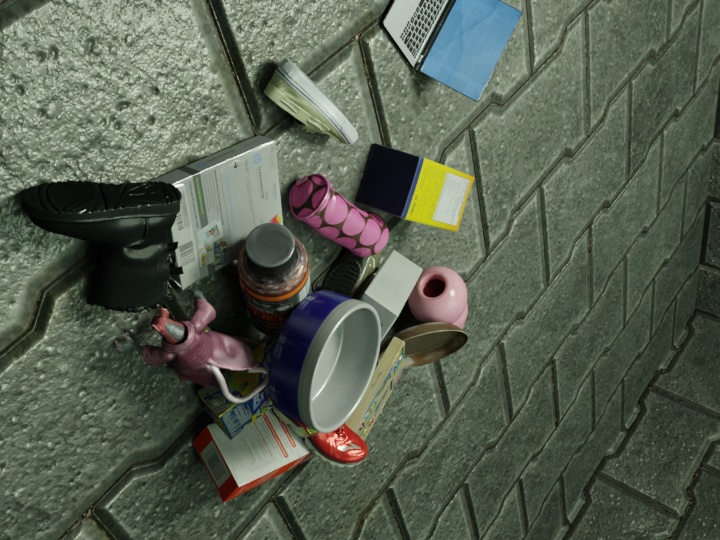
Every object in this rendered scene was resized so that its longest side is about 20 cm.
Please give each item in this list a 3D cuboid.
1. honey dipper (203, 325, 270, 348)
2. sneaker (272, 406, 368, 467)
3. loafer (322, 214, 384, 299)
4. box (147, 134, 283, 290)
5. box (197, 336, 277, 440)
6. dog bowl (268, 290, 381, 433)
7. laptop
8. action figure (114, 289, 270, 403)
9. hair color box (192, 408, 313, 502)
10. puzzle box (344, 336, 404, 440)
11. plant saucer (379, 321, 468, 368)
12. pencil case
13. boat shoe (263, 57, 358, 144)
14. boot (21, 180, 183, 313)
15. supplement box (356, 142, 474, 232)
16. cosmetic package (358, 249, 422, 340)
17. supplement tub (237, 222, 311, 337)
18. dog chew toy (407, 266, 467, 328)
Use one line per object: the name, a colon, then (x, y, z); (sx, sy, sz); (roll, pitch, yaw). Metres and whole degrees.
honey dipper: (-0.186, 0.111, 1.214); (0.199, 0.038, 0.038); (24, 89, -51)
sneaker: (-0.062, 0.250, 1.266); (0.085, 0.199, 0.077); (-46, -170, 36)
loafer: (0.000, 0.000, 1.359); (0.070, 0.075, 0.202); (41, 75, -49)
box: (-0.197, -0.086, 1.084); (0.199, 0.041, 0.158); (-32, 133, -38)
box: (-0.152, 0.168, 1.202); (0.199, 0.070, 0.065); (-36, 139, -23)
dog bowl: (-0.050, 0.135, 1.150); (0.200, 0.078, 0.203); (-40, 139, -46)
laptop: (0.161, -0.433, 1.304); (0.200, 0.115, 0.189); (38, 77, -54)
action figure: (-0.235, 0.115, 1.049); (0.134, 0.149, 0.200); (-43, 154, -6)
hair color box: (-0.164, 0.286, 1.258); (0.198, 0.112, 0.064); (-14, 154, -47)
puzzle box: (0.026, 0.236, 1.414); (0.201, 0.025, 0.134); (-58, 164, -26)
plant saucer: (0.121, 0.150, 1.545); (0.199, 0.198, 0.033); (26, 43, -54)
pencil case: (-0.037, -0.091, 1.257); (0.090, 0.095, 0.199); (-26, 150, 20)
boat shoe: (-0.074, -0.243, 1.153); (0.062, 0.072, 0.200); (-43, 141, 9)
boot: (-0.313, -0.025, 0.940); (0.196, 0.074, 0.164); (-6, 129, -34)
supplement box: (0.103, -0.148, 1.386); (0.199, 0.109, 0.111); (9, 102, -53)
cosmetic package: (0.039, 0.053, 1.353); (0.102, 0.071, 0.200); (-58, 178, 27)
supplement tub: (-0.126, 0.013, 1.125); (0.107, 0.106, 0.201); (-49, 162, -23)
dog chew toy: (0.170, 0.077, 1.592); (0.125, 0.123, 0.201); (-55, 150, -16)
